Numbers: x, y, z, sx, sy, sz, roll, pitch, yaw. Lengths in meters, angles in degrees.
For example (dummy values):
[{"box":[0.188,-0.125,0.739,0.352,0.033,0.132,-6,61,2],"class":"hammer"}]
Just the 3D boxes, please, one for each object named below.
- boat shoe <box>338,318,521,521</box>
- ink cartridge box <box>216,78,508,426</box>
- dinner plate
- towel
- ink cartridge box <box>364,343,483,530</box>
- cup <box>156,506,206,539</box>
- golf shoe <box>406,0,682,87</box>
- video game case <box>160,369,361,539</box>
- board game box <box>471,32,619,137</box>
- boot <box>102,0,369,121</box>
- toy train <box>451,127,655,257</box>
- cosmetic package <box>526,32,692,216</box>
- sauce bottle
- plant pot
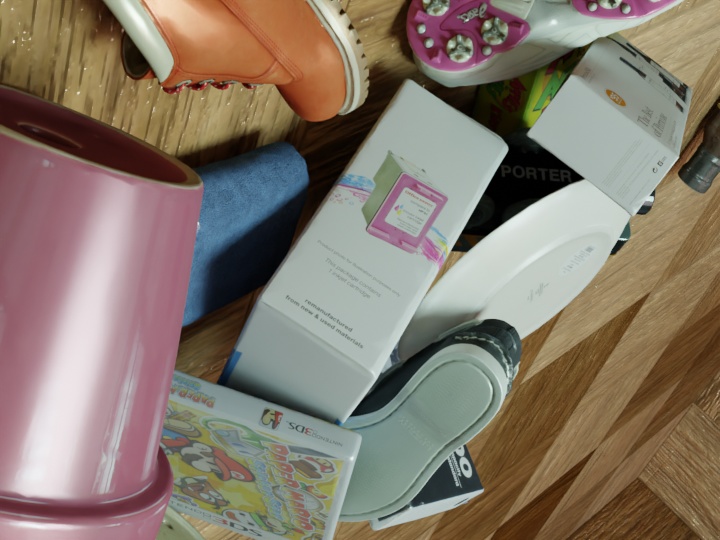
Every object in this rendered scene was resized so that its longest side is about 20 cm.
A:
[{"box":[0.034,0.101,0.859,0.199,0.076,0.060,-36,-175,38],"class":"boat shoe"},{"box":[0.000,0.000,0.827,0.201,0.084,0.145,-56,179,-34],"class":"ink cartridge box"},{"box":[0.112,0.010,0.881,0.199,0.024,0.201,-32,158,-15],"class":"dinner plate"},{"box":[-0.118,-0.008,0.745,0.199,0.049,0.112,-26,151,-42],"class":"towel"},{"box":[0.029,0.090,1.008,0.043,0.200,0.200,-26,166,20],"class":"ink cartridge box"},{"box":[-0.166,0.235,0.871,0.143,0.200,0.200,-45,159,3],"class":"cup"},{"box":[0.124,-0.171,0.840,0.198,0.076,0.092,-16,168,-2],"class":"golf shoe"},{"box":[-0.097,0.122,0.841,0.201,0.180,0.023,103,6,-59],"class":"video game case"},{"box":[0.140,-0.150,0.984,0.101,0.048,0.201,-35,156,-27],"class":"board game box"},{"box":[-0.063,-0.118,0.630,0.107,0.075,0.200,-41,151,-4],"class":"boot"},{"box":[0.116,-0.051,0.971,0.197,0.086,0.114,3,155,-12],"class":"toy train"},{"box":[0.168,-0.105,0.850,0.051,0.082,0.200,-56,178,25],"class":"cosmetic package"},{"box":[0.437,-0.179,1.489,0.064,0.065,0.201,-11,141,-57],"class":"sauce bottle"},{"box":[-0.156,0.022,0.553,0.199,0.199,0.181,4,112,-64],"class":"plant pot"}]
